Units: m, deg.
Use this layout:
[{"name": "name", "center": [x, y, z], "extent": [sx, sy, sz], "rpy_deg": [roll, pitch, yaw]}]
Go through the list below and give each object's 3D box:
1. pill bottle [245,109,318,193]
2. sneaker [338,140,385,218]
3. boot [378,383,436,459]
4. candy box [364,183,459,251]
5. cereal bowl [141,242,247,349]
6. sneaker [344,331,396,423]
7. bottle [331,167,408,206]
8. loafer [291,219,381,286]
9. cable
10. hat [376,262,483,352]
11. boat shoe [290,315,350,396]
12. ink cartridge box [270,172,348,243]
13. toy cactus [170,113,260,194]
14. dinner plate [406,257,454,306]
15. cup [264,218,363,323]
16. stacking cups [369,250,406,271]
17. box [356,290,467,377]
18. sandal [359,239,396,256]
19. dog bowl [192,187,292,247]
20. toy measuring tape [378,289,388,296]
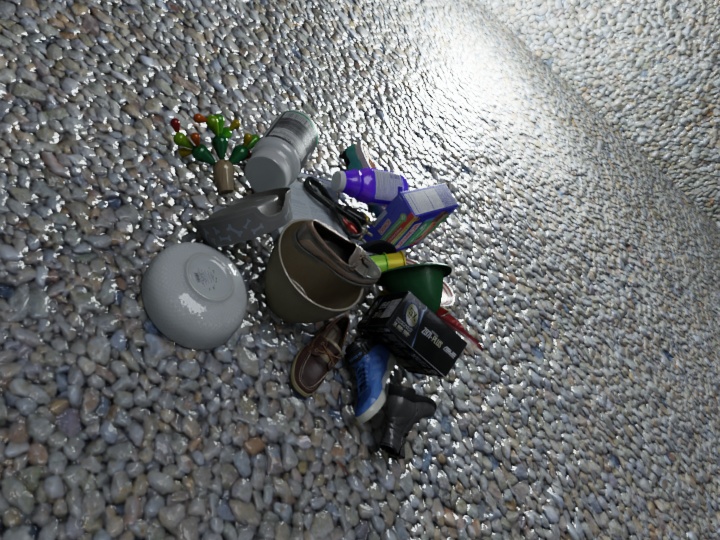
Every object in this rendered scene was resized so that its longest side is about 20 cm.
[{"name": "pill bottle", "center": [-0.169, -0.252, 1.472], "extent": [0.112, 0.113, 0.202], "rpy_deg": [38, 40, -12]}, {"name": "sneaker", "center": [0.010, -0.216, 1.716], "extent": [0.204, 0.078, 0.071], "rpy_deg": [69, 23, -7]}, {"name": "boot", "center": [0.089, 0.310, 1.370], "extent": [0.199, 0.068, 0.135], "rpy_deg": [35, 63, -55]}, {"name": "candy box", "center": [0.121, -0.122, 1.658], "extent": [0.198, 0.169, 0.078], "rpy_deg": [-17, 69, -48]}, {"name": "cereal bowl", "center": [-0.284, 0.032, 1.223], "extent": [0.197, 0.083, 0.204], "rpy_deg": [25, 45, -28]}, {"name": "sneaker", "center": [0.004, 0.203, 1.361], "extent": [0.111, 0.076, 0.201], "rpy_deg": [47, 35, -13]}, {"name": "bottle", "center": [0.023, -0.199, 1.620], "extent": [0.196, 0.065, 0.086], "rpy_deg": [3, 80, -36]}, {"name": "loafer", "center": [-0.035, -0.032, 1.298], "extent": [0.197, 0.063, 0.073], "rpy_deg": [27, 45, -25]}, {"name": "cable", "center": [-0.055, -0.130, 1.552], "extent": [0.197, 0.051, 0.098], "rpy_deg": [31, 47, -4]}, {"name": "hat", "center": [0.130, 0.090, 1.432], "extent": [0.165, 0.196, 0.181], "rpy_deg": [22, 59, -61]}, {"name": "boat shoe", "center": [-0.070, 0.158, 1.333], "extent": [0.072, 0.072, 0.201], "rpy_deg": [44, 39, -6]}, {"name": "ink cartridge box", "center": [-0.125, -0.132, 1.536], "extent": [0.193, 0.043, 0.204], "rpy_deg": [13, 49, -37]}, {"name": "toy cactus", "center": [-0.300, -0.244, 1.437], "extent": [0.197, 0.101, 0.170], "rpy_deg": [-2, 80, -47]}, {"name": "dinner plate", "center": [0.135, 0.030, 1.627], "extent": [0.197, 0.025, 0.201], "rpy_deg": [25, 23, -11]}, {"name": "cup", "center": [-0.111, 0.023, 1.345], "extent": [0.197, 0.143, 0.204], "rpy_deg": [25, 45, -28]}, {"name": "stacking cups", "center": [0.000, 0.000, 1.487], "extent": [0.195, 0.061, 0.062], "rpy_deg": [-8, 61, -13]}, {"name": "box", "center": [0.101, 0.132, 1.408], "extent": [0.163, 0.200, 0.087], "rpy_deg": [41, 75, -9]}, {"name": "sandal", "center": [-0.003, -0.022, 1.528], "extent": [0.196, 0.078, 0.043], "rpy_deg": [-6, 36, -30]}, {"name": "dog bowl", "center": [-0.219, -0.102, 1.313], "extent": [0.199, 0.196, 0.060], "rpy_deg": [-35, 115, -50]}, {"name": "toy measuring tape", "center": [0.118, 0.110, 1.554], "extent": [0.199, 0.073, 0.074], "rpy_deg": [41, 40, -10]}]
